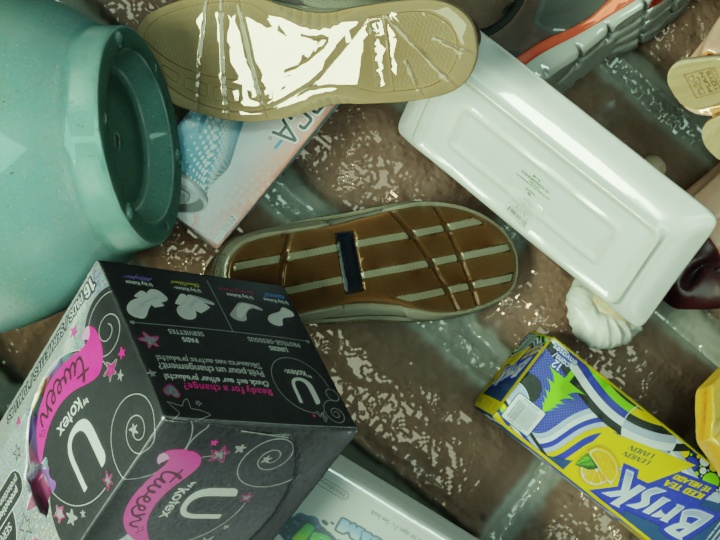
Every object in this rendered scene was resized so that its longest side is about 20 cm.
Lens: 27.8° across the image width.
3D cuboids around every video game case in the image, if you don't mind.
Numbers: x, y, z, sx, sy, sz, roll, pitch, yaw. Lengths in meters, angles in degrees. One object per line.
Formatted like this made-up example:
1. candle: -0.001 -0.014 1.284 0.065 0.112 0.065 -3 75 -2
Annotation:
1. video game case: -0.010 0.208 0.881 0.200 0.024 0.182 32 116 -5

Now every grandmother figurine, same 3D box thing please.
1. grandmother figurine: 0.245 -0.159 0.869 0.200 0.060 0.121 -52 123 -37
2. grandmother figurine: 0.209 -0.025 0.908 0.200 0.061 0.121 -40 53 3

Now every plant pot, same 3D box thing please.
1. plant pot: -0.177 -0.064 0.786 0.134 0.200 0.201 -6 92 12

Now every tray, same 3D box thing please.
1. tray: 0.106 -0.055 0.861 0.200 0.107 0.022 40 52 14

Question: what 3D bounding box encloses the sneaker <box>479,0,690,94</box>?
1. sneaker: 0.141 -0.175 0.901 0.200 0.077 0.082 -33 74 -13

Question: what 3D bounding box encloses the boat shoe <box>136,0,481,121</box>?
1. boat shoe: -0.028 -0.125 0.828 0.199 0.065 0.072 -2 100 14

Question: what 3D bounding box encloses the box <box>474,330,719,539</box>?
1. box: 0.170 0.124 0.910 0.200 0.070 0.064 39 87 -5

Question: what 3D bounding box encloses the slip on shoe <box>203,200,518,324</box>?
1. slip on shoe: 0.000 0.000 0.901 0.199 0.061 0.076 -9 91 -23

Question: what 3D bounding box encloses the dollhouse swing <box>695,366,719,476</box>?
1. dollhouse swing: 0.334 0.080 0.864 0.200 0.182 0.176 55 44 -4

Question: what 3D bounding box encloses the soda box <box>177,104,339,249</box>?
1. soda box: -0.050 -0.109 0.890 0.068 0.064 0.200 39 87 -5

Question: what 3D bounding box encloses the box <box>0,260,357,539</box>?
1. box: -0.119 0.109 0.799 0.132 0.115 0.200 8 128 -41
